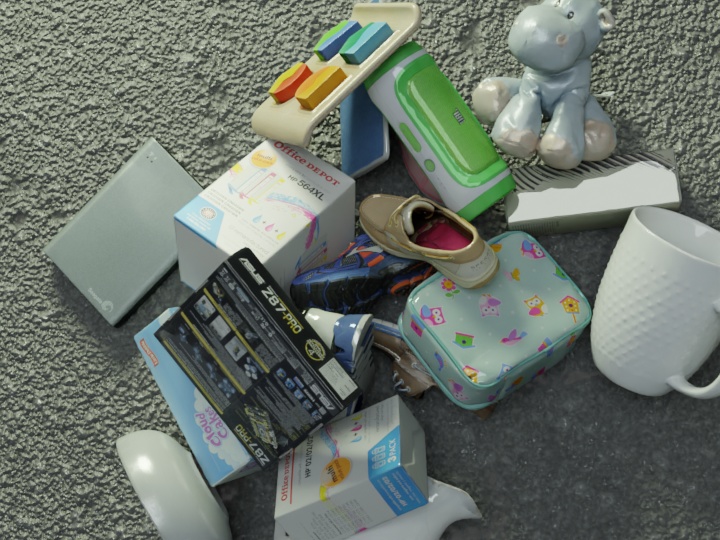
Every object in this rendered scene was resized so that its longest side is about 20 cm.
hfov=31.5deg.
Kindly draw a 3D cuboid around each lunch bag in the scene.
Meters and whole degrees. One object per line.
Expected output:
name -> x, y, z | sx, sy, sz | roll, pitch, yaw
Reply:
lunch bag -> 0.150, 0.051, 1.443 | 0.199, 0.077, 0.161 | -29, 66, -28

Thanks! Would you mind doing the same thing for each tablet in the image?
tablet -> 0.004, -0.217, 1.534 | 0.014, 0.130, 0.202 | 2, 79, -24

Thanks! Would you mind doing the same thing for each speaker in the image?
speaker -> 0.089, -0.154, 1.433 | 0.088, 0.088, 0.201 | -35, 89, 2

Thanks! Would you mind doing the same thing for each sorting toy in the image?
sorting toy -> -0.036, -0.230, 1.445 | 0.200, 0.185, 0.036 | -49, 115, -8

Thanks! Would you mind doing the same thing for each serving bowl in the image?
serving bowl -> -0.198, 0.260, 1.446 | 0.066, 0.200, 0.201 | -31, 76, -5

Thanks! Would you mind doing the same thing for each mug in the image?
mug -> 0.342, 0.054, 1.384 | 0.200, 0.147, 0.177 | 48, 124, 48

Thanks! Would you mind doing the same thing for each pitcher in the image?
pitcher -> 0.013, 0.295, 1.451 | 0.200, 0.121, 0.171 | -45, 55, -10

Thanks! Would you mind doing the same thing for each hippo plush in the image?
hippo plush -> 0.233, -0.221, 1.412 | 0.199, 0.161, 0.159 | -28, 59, -31

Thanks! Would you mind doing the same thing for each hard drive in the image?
hard drive -> -0.281, -0.047, 1.595 | 0.200, 0.033, 0.140 | -46, 76, 0

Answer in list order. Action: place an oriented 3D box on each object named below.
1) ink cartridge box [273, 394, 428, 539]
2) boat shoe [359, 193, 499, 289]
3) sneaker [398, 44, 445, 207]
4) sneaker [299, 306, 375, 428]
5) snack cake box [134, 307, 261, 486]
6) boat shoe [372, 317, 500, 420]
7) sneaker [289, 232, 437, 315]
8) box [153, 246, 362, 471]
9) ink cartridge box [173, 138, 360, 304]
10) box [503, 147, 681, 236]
ink cartridge box -> -0.028, 0.232, 1.413 | 0.199, 0.116, 0.068 | -26, 121, 17
boat shoe -> 0.070, -0.050, 1.427 | 0.199, 0.069, 0.074 | 27, 67, 38
sneaker -> 0.075, -0.176, 1.517 | 0.075, 0.105, 0.202 | -20, 78, 3
sneaker -> -0.048, 0.102, 1.452 | 0.114, 0.200, 0.081 | 20, 51, 14
snack cake box -> -0.167, 0.141, 1.493 | 0.067, 0.115, 0.201 | -36, 76, 24
boat shoe -> 0.070, 0.113, 1.484 | 0.199, 0.072, 0.073 | 21, 86, 13
sneaker -> 0.000, 0.000, 1.491 | 0.199, 0.076, 0.079 | -15, 49, -33
box -> -0.113, 0.099, 1.378 | 0.200, 0.049, 0.161 | 50, 128, 3
ink cartridge box -> -0.099, -0.052, 1.480 | 0.128, 0.126, 0.200 | 33, 58, 22
box -> 0.266, -0.088, 1.480 | 0.198, 0.082, 0.069 | -7, 77, 8
